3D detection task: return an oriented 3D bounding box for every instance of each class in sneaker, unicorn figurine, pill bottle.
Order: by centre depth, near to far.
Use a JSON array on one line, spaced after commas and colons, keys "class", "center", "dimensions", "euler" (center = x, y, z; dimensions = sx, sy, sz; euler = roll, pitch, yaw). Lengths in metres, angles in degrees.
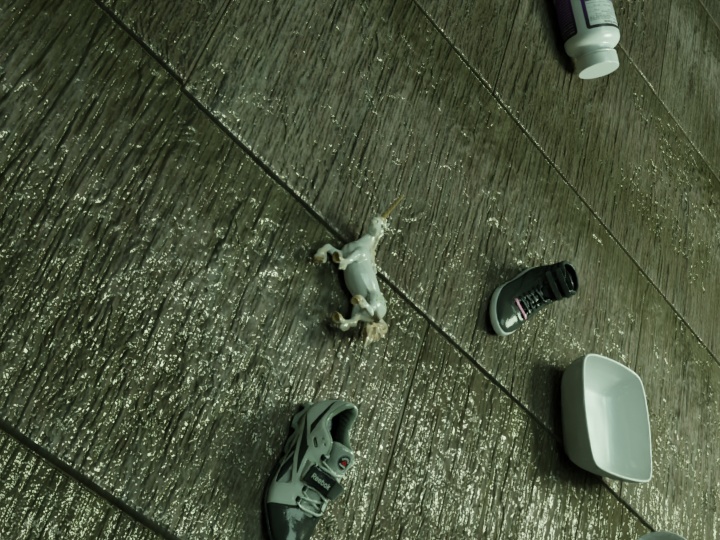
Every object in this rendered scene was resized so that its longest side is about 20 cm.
[{"class": "sneaker", "center": [-0.053, 0.239, 1.262], "dimensions": [0.074, 0.088, 0.202], "euler": [38, 51, -34]}, {"class": "unicorn figurine", "center": [0.000, 0.000, 1.441], "dimensions": [0.137, 0.073, 0.203], "euler": [-6, 93, -59]}, {"class": "sneaker", "center": [0.284, 0.038, 1.714], "dimensions": [0.200, 0.099, 0.071], "euler": [-37, 104, -48]}, {"class": "pill bottle", "center": [0.449, -0.489, 2.106], "dimensions": [0.111, 0.111, 0.202], "euler": [2, 74, -48]}]

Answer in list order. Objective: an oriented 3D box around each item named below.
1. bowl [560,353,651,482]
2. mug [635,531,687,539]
[{"class": "bowl", "center": [0.402, 0.251, 1.779], "dimensions": [0.199, 0.074, 0.202], "euler": [23, 59, -41]}, {"class": "mug", "center": [0.504, 0.554, 1.735], "dimensions": [0.201, 0.147, 0.175], "euler": [-53, 127, -12]}]
